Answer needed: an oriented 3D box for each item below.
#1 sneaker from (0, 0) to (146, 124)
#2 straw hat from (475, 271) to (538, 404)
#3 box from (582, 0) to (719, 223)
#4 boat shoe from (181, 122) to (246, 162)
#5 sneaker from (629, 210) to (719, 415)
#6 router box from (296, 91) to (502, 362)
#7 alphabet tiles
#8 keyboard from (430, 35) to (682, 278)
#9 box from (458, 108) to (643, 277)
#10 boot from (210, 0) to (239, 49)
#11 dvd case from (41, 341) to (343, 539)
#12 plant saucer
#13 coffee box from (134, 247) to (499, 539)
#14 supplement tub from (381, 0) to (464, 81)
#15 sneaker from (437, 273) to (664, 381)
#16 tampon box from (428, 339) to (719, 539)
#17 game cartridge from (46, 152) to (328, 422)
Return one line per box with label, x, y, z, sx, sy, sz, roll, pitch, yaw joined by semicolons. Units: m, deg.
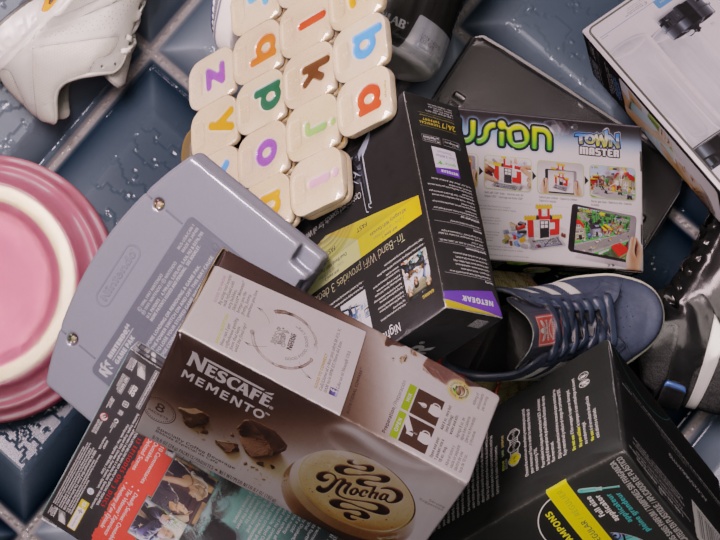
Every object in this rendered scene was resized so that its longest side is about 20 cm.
sneaker;-0.188;-0.192;1.292;0.200;0.076;0.092;-40;93;5
straw hat;0.055;0.065;1.246;0.198;0.085;0.204;0;83;1
box;0.263;-0.125;1.235;0.116;0.060;0.201;-32;59;-1
boat shoe;-0.033;-0.069;1.271;0.197;0.066;0.075;7;74;-1
sneaker;0.242;0.003;1.255;0.110;0.073;0.203;4;85;0
router box;0.000;0.000;1.155;0.052;0.199;0.159;11;57;-37
alphabet tiles;-0.049;-0.124;1.188;0.195;0.015;0.202;-24;60;38
keyboard;0.136;-0.077;1.293;0.199;0.021;0.128;34;80;5
box;0.108;-0.056;1.236;0.197;0.035;0.112;5;79;-16
boot;-0.091;-0.265;1.303;0.090;0.073;0.202;19;90;28
dvd case;-0.101;0.160;1.159;0.199;0.022;0.147;31;108;4
plant saucer;-0.280;0.012;1.277;0.198;0.051;0.203;0;84;1
coffee box;-0.029;0.089;1.080;0.198;0.113;0.080;28;46;-3
supplement tub;0.033;-0.252;1.262;0.121;0.123;0.202;21;84;3
sneaker;0.126;0.042;1.175;0.198;0.084;0.076;-10;85;-15
tampon box;0.129;0.179;1.156;0.199;0.127;0.150;-33;113;20
game cartridge;-0.125;0.028;1.167;0.133;0.040;0.201;37;108;5
